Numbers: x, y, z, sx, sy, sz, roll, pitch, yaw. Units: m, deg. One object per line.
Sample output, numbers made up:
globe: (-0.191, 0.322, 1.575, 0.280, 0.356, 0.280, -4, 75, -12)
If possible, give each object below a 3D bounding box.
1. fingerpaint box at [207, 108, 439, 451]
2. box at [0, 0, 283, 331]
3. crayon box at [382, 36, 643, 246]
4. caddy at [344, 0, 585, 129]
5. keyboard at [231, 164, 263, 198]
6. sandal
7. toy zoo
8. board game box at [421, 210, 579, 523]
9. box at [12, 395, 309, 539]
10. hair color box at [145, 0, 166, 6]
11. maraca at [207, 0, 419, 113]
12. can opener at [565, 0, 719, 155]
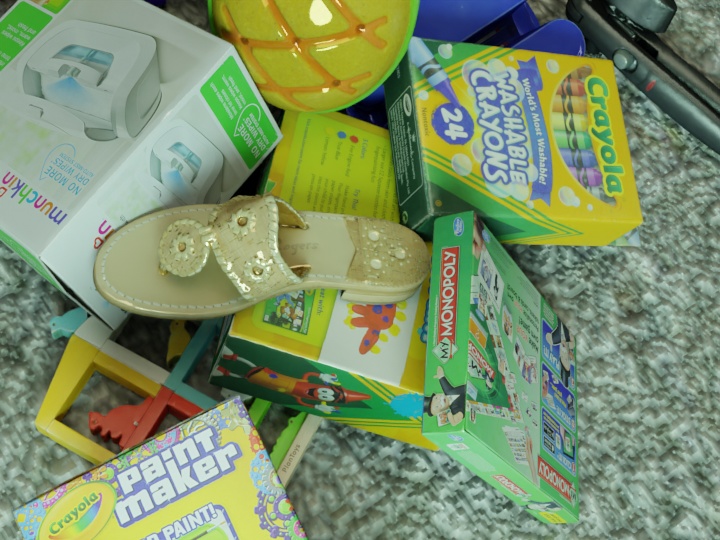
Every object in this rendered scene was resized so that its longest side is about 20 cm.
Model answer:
fingerpaint box: (0.000, 0.000, 0.701, 0.164, 0.074, 0.203, 17, 54, -11)
box: (-0.185, -0.089, 0.687, 0.199, 0.097, 0.177, 32, 74, 34)
crayon box: (0.119, -0.086, 0.712, 0.196, 0.052, 0.128, 1, 71, -23)
caddy: (0.077, -0.163, 0.804, 0.199, 0.105, 0.143, -35, 96, -22)
keyboard: (-0.049, 0.003, 0.750, 0.199, 0.040, 0.104, 38, 53, 4)
sandal: (-0.049, -0.022, 0.605, 0.208, 0.070, 0.079, 1, 58, -21)
toy zoo: (-0.129, 0.085, 0.702, 0.198, 0.021, 0.132, 27, 64, 5)
board game box: (0.096, 0.069, 0.653, 0.029, 0.200, 0.137, -8, 60, 27)
box: (-0.073, 0.198, 0.543, 0.120, 0.200, 0.195, -25, 75, -12)
hair color box: (-0.240, -0.306, 0.849, 0.108, 0.065, 0.203, -17, 67, -14)
maraca: (-0.023, -0.185, 0.642, 0.135, 0.201, 0.108, 20, 40, -11)
can opener: (0.251, -0.168, 0.853, 0.063, 0.079, 0.201, -37, 83, -30)
